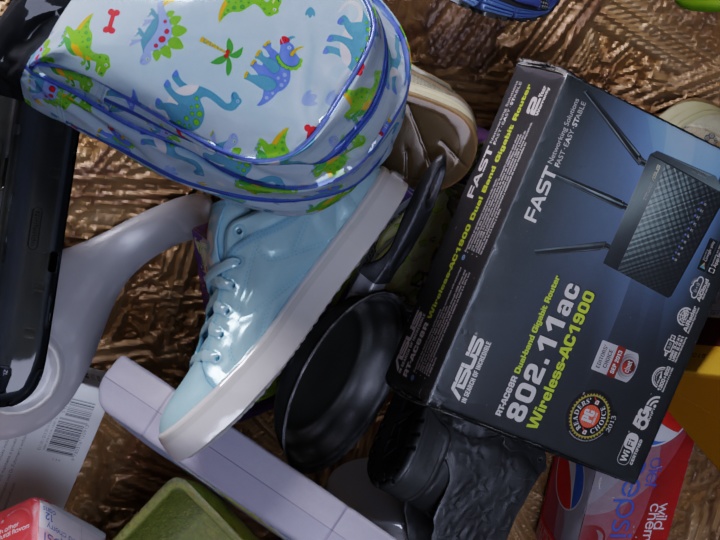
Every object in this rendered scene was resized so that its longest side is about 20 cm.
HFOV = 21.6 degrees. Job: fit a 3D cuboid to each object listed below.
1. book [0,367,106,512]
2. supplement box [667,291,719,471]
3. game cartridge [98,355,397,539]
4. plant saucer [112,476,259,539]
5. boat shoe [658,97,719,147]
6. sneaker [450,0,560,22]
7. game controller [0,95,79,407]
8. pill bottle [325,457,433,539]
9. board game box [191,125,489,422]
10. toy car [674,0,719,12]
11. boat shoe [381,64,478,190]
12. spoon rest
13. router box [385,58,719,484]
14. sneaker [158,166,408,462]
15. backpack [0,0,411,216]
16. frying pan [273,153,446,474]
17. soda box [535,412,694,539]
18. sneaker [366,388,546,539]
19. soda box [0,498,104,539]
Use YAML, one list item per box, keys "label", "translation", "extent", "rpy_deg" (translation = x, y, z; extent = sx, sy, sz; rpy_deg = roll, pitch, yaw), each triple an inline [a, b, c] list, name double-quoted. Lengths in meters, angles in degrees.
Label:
- label: "book"
  translation: [-0.263, 0.098, 1.111]
  extent: [0.199, 0.048, 0.134]
  rpy_deg: [18, 108, -24]
- label: "supplement box"
  translation: [0.309, 0.046, 1.148]
  extent: [0.197, 0.133, 0.200]
  rpy_deg: [47, 66, -28]
- label: "game cartridge"
  translation: [-0.059, 0.123, 1.081]
  extent: [0.199, 0.133, 0.041]
  rpy_deg: [33, 77, 12]
- label: "plant saucer"
  translation: [-0.086, 0.241, 1.166]
  extent: [0.200, 0.048, 0.200]
  rpy_deg: [45, 123, 2]
- label: "boat shoe"
  translation: [0.158, -0.022, 1.148]
  extent: [0.200, 0.063, 0.073]
  rpy_deg: [-46, 129, 2]
- label: "sneaker"
  translation: [0.037, -0.202, 1.035]
  extent: [0.199, 0.075, 0.079]
  rpy_deg: [28, 102, -27]
- label: "game controller"
  translation: [-0.213, -0.028, 1.028]
  extent: [0.104, 0.042, 0.201]
  rpy_deg: [8, 88, 4]
- label: "pill bottle"
  translation: [0.008, 0.225, 1.209]
  extent: [0.110, 0.111, 0.201]
  rpy_deg: [-1, 115, -15]
- label: "board game box"
  translation: [0.000, 0.000, 1.113]
  extent: [0.199, 0.032, 0.121]
  rpy_deg: [-21, 125, -26]
- label: "toy car"
  translation: [0.104, -0.216, 0.990]
  extent: [0.199, 0.158, 0.165]
  rpy_deg: [-12, 109, -15]
- label: "boat shoe"
  translation: [-0.027, -0.107, 1.068]
  extent: [0.199, 0.065, 0.072]
  rpy_deg: [20, 115, -4]
- label: "spoon rest"
  translation: [-0.164, 0.022, 1.086]
  extent: [0.200, 0.061, 0.100]
  rpy_deg: [-34, 118, -5]
- label: "router box"
  translation: [0.122, 0.002, 1.061]
  extent: [0.149, 0.062, 0.201]
  rpy_deg: [22, 92, -25]
- label: "sneaker"
  translation: [-0.061, 0.007, 1.014]
  extent: [0.082, 0.074, 0.200]
  rpy_deg: [38, 68, -4]
- label: "backpack"
  translation: [-0.069, -0.113, 0.962]
  extent: [0.200, 0.154, 0.163]
  rpy_deg: [37, 77, -6]
- label: "frying pan"
  translation: [-0.008, 0.030, 1.056]
  extent: [0.115, 0.031, 0.191]
  rpy_deg: [-32, 140, -45]
- label: "soda box"
  translation: [0.173, 0.107, 1.225]
  extent: [0.070, 0.063, 0.201]
  rpy_deg: [3, 114, -19]
- label: "sneaker"
  translation: [0.072, 0.089, 1.125]
  extent: [0.104, 0.060, 0.201]
  rpy_deg: [33, 79, -30]
- label: "soda box"
  translation: [-0.244, 0.205, 1.103]
  extent: [0.199, 0.070, 0.063]
  rpy_deg: [-26, 137, 23]
